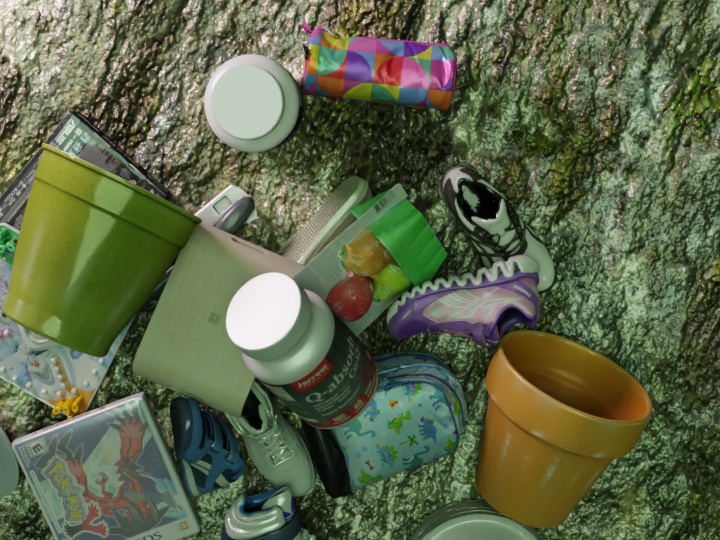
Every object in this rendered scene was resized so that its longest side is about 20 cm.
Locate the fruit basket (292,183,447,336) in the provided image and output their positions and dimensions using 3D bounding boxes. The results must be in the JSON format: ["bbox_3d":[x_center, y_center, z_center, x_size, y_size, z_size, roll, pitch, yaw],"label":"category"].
[{"bbox_3d":[0.000,0.000,1.439,0.199,0.185,0.094,-38,55,2],"label":"fruit basket"}]

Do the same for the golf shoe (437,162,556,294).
[{"bbox_3d":[0.170,-0.044,1.466,0.078,0.095,0.200,-44,96,3],"label":"golf shoe"}]

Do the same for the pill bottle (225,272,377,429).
[{"bbox_3d":[-0.066,0.092,1.350,0.115,0.200,0.117,-13,56,20],"label":"pill bottle"}]

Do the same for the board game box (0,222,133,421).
[{"bbox_3d":[-0.401,0.072,1.479,0.199,0.026,0.201,30,115,-4],"label":"board game box"}]

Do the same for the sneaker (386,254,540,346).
[{"bbox_3d":[0.130,0.052,1.429,0.198,0.081,0.089,-17,68,7],"label":"sneaker"}]

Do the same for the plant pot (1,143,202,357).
[{"bbox_3d":[-0.310,-0.013,1.356,0.199,0.200,0.195,25,88,-3],"label":"plant pot"}]

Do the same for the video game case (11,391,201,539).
[{"bbox_3d":[-0.324,0.277,1.521,0.180,0.023,0.202,-20,104,2],"label":"video game case"}]

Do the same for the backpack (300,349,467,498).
[{"bbox_3d":[0.035,0.182,1.476,0.198,0.154,0.165,-19,100,-14],"label":"backpack"}]

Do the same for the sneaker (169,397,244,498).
[{"bbox_3d":[-0.189,0.211,1.462,0.081,0.201,0.075,-10,58,-6],"label":"sneaker"}]

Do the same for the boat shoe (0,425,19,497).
[{"bbox_3d":[-0.488,0.195,1.505,0.073,0.065,0.202,-18,117,-6],"label":"boat shoe"}]

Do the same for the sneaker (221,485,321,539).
[{"bbox_3d":[-0.078,0.346,1.498,0.198,0.081,0.148,11,117,4],"label":"sneaker"}]

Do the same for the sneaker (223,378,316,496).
[{"bbox_3d":[-0.121,0.207,1.482,0.073,0.116,0.201,-30,96,1],"label":"sneaker"}]

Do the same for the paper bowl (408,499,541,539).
[{"bbox_3d":[0.150,0.404,1.510,0.198,0.104,0.203,0,96,-1],"label":"paper bowl"}]

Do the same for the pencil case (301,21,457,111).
[{"bbox_3d":[0.021,-0.247,1.450,0.197,0.088,0.090,8,96,-3],"label":"pencil case"}]

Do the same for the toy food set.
[{"bbox_3d":[-0.170,0.059,1.426,0.142,0.060,0.202,23,88,3],"label":"toy food set"}]

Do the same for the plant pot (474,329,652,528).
[{"bbox_3d":[0.229,0.203,1.456,0.198,0.201,0.185,20,112,-2],"label":"plant pot"}]

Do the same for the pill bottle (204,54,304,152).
[{"bbox_3d":[-0.124,-0.195,1.395,0.110,0.200,0.113,0,96,0],"label":"pill bottle"}]

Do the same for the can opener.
[{"bbox_3d":[-0.214,-0.030,1.479,0.199,0.067,0.053,-39,94,4],"label":"can opener"}]

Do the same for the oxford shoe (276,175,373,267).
[{"bbox_3d":[-0.051,-0.029,1.483,0.200,0.075,0.058,-46,120,5],"label":"oxford shoe"}]

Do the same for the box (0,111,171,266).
[{"bbox_3d":[-0.359,-0.072,1.484,0.161,0.049,0.200,40,95,-3],"label":"box"}]
